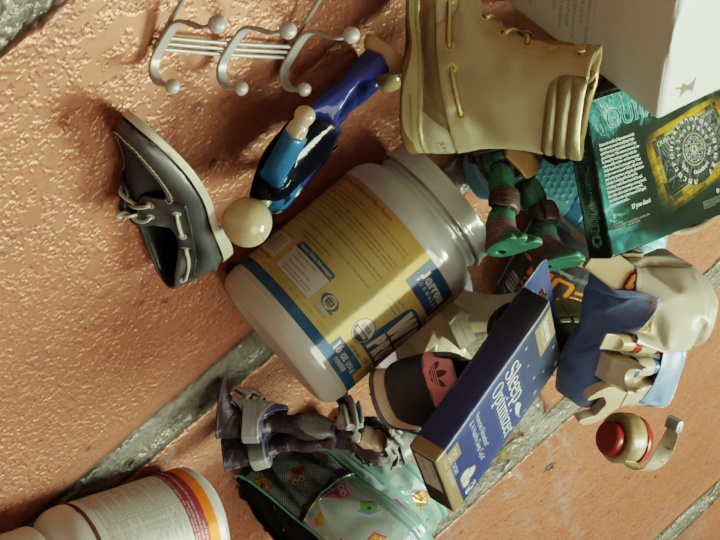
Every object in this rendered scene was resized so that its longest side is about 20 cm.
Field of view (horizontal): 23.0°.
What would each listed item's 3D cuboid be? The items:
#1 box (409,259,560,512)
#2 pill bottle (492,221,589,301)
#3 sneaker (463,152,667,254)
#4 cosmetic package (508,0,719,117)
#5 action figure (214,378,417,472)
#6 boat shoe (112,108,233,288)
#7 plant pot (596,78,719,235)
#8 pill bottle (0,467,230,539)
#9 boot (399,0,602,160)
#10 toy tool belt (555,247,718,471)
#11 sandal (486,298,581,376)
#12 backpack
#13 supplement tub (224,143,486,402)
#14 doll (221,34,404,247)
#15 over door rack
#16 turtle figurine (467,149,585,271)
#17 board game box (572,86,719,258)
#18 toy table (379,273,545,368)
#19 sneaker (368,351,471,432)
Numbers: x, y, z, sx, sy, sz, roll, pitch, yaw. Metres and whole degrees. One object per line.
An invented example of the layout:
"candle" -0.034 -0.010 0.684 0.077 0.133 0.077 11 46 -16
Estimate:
"box" 0.116 0.096 1.479 0.200 0.032 0.121 -54 156 -17
"pill bottle" 0.199 0.008 1.769 0.106 0.106 0.200 -2 126 -45
"sneaker" 0.182 -0.072 1.626 0.200 0.131 0.080 35 82 -14
"cosmetic package" 0.251 -0.265 1.462 0.165 0.200 0.165 -26 141 -26
"action figure" -0.030 0.147 1.616 0.200 0.069 0.130 3 153 5
"boat shoe" -0.156 -0.049 1.377 0.063 0.073 0.200 -41 150 -11
"plant pot" 0.282 -0.138 1.689 0.201 0.093 0.201 -11 106 -41
"pill bottle" -0.225 0.252 1.576 0.200 0.110 0.110 -15 135 -36
"boot" 0.114 -0.188 1.393 0.073 0.155 0.200 4 91 -73
"toy tool belt" 0.218 0.074 1.545 0.123 0.125 0.200 6 105 -34
"sandal" 0.182 0.072 1.644 0.200 0.082 0.055 1 140 -47
"backpack" 0.000 0.245 1.722 0.153 0.200 0.176 -38 144 -11
"supplement tub" 0.000 0.000 1.521 0.200 0.145 0.145 -40 145 -7
"doll" -0.043 -0.101 1.409 0.200 0.048 0.136 -50 174 -16
"over door rack" -0.059 -0.215 1.311 0.148 0.067 0.200 -3 128 -45
"turtle figurine" 0.139 -0.105 1.496 0.150 0.200 0.101 7 160 -28
"board game box" 0.258 -0.100 1.516 0.200 0.028 0.136 -19 102 -39
"toy table" 0.080 0.060 1.691 0.184 0.117 0.200 -46 144 1
"sneaker" 0.086 0.105 1.541 0.082 0.070 0.200 -20 170 26
